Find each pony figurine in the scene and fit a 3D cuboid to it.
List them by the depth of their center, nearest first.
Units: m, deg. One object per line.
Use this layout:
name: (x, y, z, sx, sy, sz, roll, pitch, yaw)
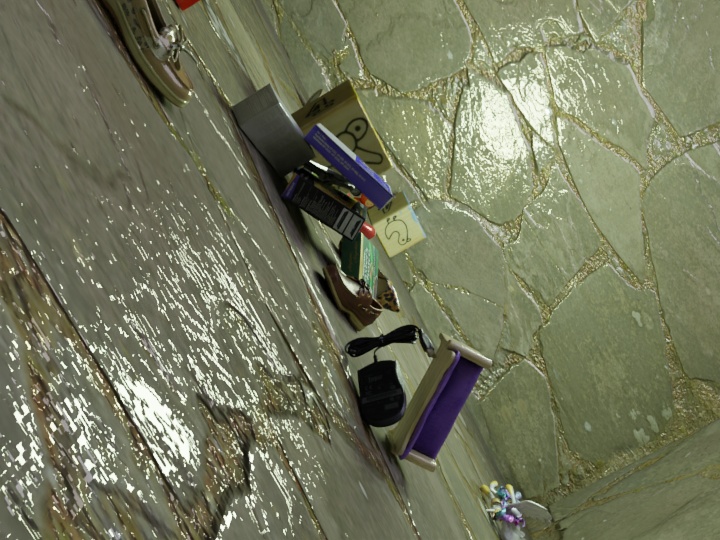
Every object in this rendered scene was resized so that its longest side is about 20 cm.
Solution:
pony figurine: (0.446, 0.717, 2.244, 0.190, 0.169, 0.200, 30, 12, -2)

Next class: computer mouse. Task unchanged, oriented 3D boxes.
computer mouse: (0.058, 0.167, 1.171, 0.202, 0.137, 0.047, -109, -178, -55)

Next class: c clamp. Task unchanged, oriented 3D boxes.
c clamp: (-0.055, -0.183, 1.519, 0.169, 0.028, 0.199, 30, 9, 18)

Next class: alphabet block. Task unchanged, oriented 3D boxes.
alphabet block: (-0.060, -0.299, 1.778, 0.198, 0.197, 0.197, 60, 6, -26)
alphabet block: (0.165, -0.215, 3.489, 0.198, 0.197, 0.197, 59, 6, -24)

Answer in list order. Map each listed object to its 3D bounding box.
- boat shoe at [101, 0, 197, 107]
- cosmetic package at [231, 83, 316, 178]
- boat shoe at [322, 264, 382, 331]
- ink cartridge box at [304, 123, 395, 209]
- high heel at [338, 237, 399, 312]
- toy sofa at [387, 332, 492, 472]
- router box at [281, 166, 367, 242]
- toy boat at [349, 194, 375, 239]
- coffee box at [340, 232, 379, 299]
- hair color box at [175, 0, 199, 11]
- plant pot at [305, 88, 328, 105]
boat shoe: (-0.238, -0.282, 0.849, 0.202, 0.062, 0.074, 61, 5, -26)
cosmetic package: (-0.154, -0.250, 1.374, 0.051, 0.081, 0.200, 64, 5, 25)
boat shoe: (-0.014, 0.041, 1.398, 0.201, 0.066, 0.073, 55, 9, -54)
ink cartridge box: (-0.021, -0.199, 1.428, 0.197, 0.044, 0.200, 42, 7, -8)
high heel: (0.019, 0.010, 1.764, 0.200, 0.071, 0.143, 48, -7, 24)
toy sofa: (0.125, 0.211, 1.188, 0.081, 0.203, 0.098, 26, 7, -12)
router box: (-0.064, -0.131, 1.447, 0.155, 0.053, 0.200, 32, 10, -6)
toy boat: (-0.008, -0.185, 2.146, 0.203, 0.129, 0.130, 63, 6, 3)
coffee box: (0.000, 0.000, 1.581, 0.200, 0.043, 0.127, 43, 49, -74)
hair color box: (-0.327, -0.549, 1.253, 0.202, 0.060, 0.102, 58, 8, -37)
plant pot: (-0.114, -0.595, 2.920, 0.200, 0.187, 0.188, 44, 13, -25)
